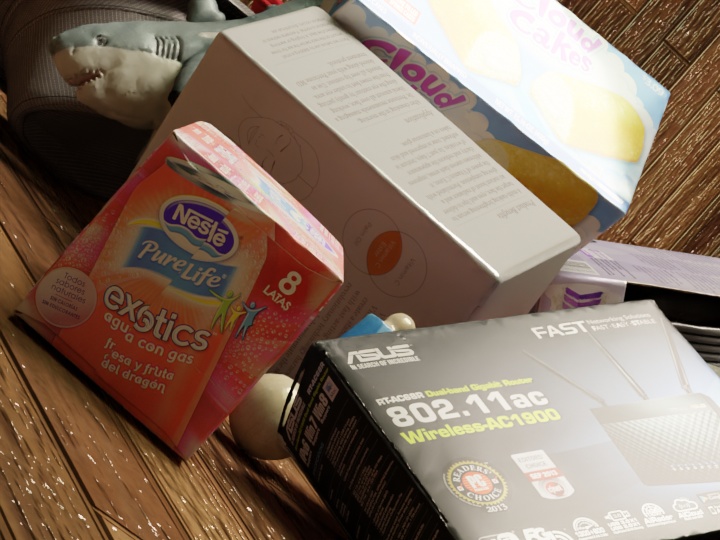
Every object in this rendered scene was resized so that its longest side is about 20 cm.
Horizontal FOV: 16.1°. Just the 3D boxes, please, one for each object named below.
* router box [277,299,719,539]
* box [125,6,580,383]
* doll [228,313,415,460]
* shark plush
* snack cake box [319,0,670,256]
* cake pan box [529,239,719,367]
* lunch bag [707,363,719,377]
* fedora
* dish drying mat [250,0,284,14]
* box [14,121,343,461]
[{"bbox_3d":[0.086,0.090,1.124,0.200,0.062,0.150,-6,41,-34],"label":"router box"},{"bbox_3d":[-0.014,-0.017,1.356,0.200,0.152,0.106,43,29,14],"label":"box"},{"bbox_3d":[0.026,0.088,1.200,0.200,0.048,0.137,18,59,-34],"label":"doll"},{"bbox_3d":[-0.073,-0.136,1.437,0.083,0.200,0.091,54,-20,14],"label":"shark plush"},{"bbox_3d":[0.072,-0.112,1.454,0.200,0.067,0.115,37,46,-13],"label":"snack cake box"},{"bbox_3d":[0.176,0.019,1.544,0.184,0.052,0.200,6,8,-10],"label":"cake pan box"},{"bbox_3d":[0.196,0.116,1.298,0.164,0.118,0.200,9,31,-7],"label":"lunch bag"},{"bbox_3d":[-0.142,-0.102,1.507,0.200,0.177,0.090,23,52,-26],"label":"fedora"},{"bbox_3d":[-0.066,-0.072,1.599,0.018,0.200,0.077,-20,49,-44],"label":"dish drying mat"},{"bbox_3d":[-0.072,0.002,1.105,0.095,0.103,0.200,41,2,-3],"label":"box"}]
